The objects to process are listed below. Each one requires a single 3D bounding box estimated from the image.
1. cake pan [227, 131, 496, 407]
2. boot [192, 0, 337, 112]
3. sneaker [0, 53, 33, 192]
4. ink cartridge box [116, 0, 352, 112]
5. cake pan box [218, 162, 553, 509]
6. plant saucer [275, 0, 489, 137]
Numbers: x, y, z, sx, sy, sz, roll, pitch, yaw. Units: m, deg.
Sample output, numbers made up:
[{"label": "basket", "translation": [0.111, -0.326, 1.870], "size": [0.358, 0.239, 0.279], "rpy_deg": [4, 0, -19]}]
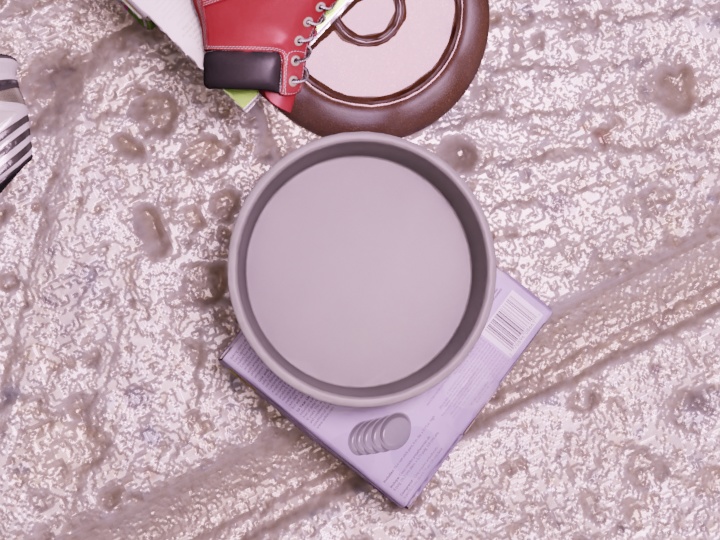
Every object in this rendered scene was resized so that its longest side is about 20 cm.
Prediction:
[{"label": "cake pan", "translation": [0.000, 0.000, 1.565], "size": [0.198, 0.037, 0.202], "rpy_deg": [0, 86, -7]}, {"label": "boot", "translation": [-0.022, -0.193, 1.528], "size": [0.198, 0.072, 0.146], "rpy_deg": [-10, 93, 3]}, {"label": "sneaker", "translation": [-0.336, -0.081, 1.560], "size": [0.199, 0.076, 0.116], "rpy_deg": [-15, 87, -10]}, {"label": "ink cartridge box", "translation": [-0.111, -0.235, 1.591], "size": [0.200, 0.076, 0.148], "rpy_deg": [44, 87, -3]}, {"label": "cake pan box", "translation": [0.020, 0.046, 1.609], "size": [0.184, 0.052, 0.201], "rpy_deg": [37, 84, -6]}, {"label": "plant saucer", "translation": [0.004, -0.199, 1.629], "size": [0.198, 0.032, 0.202], "rpy_deg": [0, 88, -6]}]
